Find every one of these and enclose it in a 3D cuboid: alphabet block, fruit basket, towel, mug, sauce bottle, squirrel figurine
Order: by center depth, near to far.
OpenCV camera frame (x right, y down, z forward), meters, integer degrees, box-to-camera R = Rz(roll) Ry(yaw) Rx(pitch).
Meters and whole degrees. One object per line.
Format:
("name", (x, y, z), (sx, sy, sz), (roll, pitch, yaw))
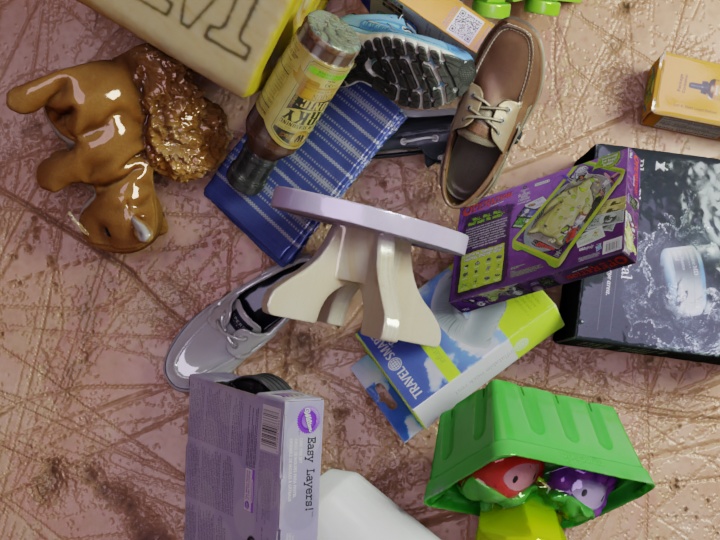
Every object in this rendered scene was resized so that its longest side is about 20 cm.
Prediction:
("fruit basket", (0.167, 0.229, 1.337), (0.214, 0.155, 0.217), (20, 52, -28))
("sauce bottle", (-0.070, -0.157, 1.355), (0.065, 0.065, 0.200), (36, 125, 2))
("alphabet block", (-0.132, -0.310, 1.366), (0.199, 0.195, 0.197), (31, 109, 3))
("mug", (-0.019, 0.291, 1.368), (0.186, 0.150, 0.153), (-42, 79, -10))
("squirrel figurine", (-0.227, -0.119, 1.402), (0.199, 0.142, 0.188), (-21, 92, 0))
("towel", (-0.059, -0.117, 1.423), (0.145, 0.024, 0.200), (40, 92, 31))

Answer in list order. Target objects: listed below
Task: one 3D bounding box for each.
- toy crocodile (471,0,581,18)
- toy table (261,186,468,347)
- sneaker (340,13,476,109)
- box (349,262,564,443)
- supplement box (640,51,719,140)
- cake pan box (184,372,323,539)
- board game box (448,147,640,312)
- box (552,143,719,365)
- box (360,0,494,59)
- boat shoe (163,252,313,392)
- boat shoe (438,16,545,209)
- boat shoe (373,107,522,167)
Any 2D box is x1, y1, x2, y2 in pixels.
("toy crocodile", (0.157, -0.295, 1.421), (0.199, 0.062, 0.068), (-10, 113, -39))
("toy table", (0.000, 0.000, 1.330), (0.199, 0.184, 0.118), (13, 89, -12))
("sneaker", (0.035, -0.222, 1.363), (0.199, 0.079, 0.090), (21, 51, 37))
("box", (0.090, 0.067, 1.405), (0.199, 0.048, 0.122), (-36, 50, -3))
("supplement box", (0.396, -0.170, 1.448), (0.198, 0.069, 0.067), (12, 84, -1))
("cake pan box", (-0.107, 0.200, 1.342), (0.052, 0.184, 0.202), (0, 93, -37))
("board game box", (0.177, -0.037, 1.347), (0.199, 0.032, 0.121), (-18, 54, 37))
("box", (0.312, -0.013, 1.408), (0.198, 0.117, 0.198), (7, 85, -1))
("box", (0.082, -0.249, 1.423), (0.200, 0.119, 0.042), (37, 86, 2))
("boat shoe", (-0.122, 0.049, 1.421), (0.200, 0.065, 0.074), (-43, 87, -4))
("boat shoe", (0.125, -0.145, 1.346), (0.075, 0.072, 0.201), (19, 120, 8))
("boat shoe", (0.070, -0.136, 1.440), (0.198, 0.076, 0.061), (4, 84, 11))
